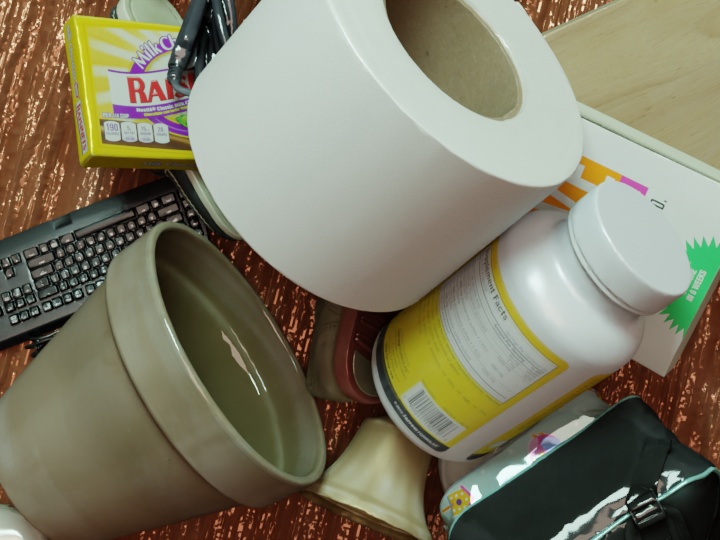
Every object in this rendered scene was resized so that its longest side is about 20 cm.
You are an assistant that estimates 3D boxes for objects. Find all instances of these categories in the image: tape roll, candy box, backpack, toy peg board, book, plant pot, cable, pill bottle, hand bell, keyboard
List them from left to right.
[{"bbox_3d":[-0.205,0.006,0.849,0.200,0.040,0.104,-23,87,-3],"label":"keyboard"},{"bbox_3d":[-0.147,0.097,0.786,0.173,0.200,0.200,-33,88,12],"label":"plant pot"},{"bbox_3d":[-0.104,-0.121,0.813,0.200,0.026,0.102,-2,72,-34],"label":"candy box"},{"bbox_3d":[-0.045,-0.165,0.821,0.163,0.051,0.200,28,58,-22],"label":"cable"},{"bbox_3d":[0.015,-0.094,0.697,0.203,0.203,0.139,50,126,1],"label":"tape roll"},{"bbox_3d":[0.042,0.089,0.842,0.104,0.104,0.200,25,74,-1],"label":"hand bell"},{"bbox_3d":[0.106,0.032,0.732,0.112,0.112,0.200,50,127,1],"label":"pill bottle"},{"bbox_3d":[0.148,-0.036,0.779,0.200,0.048,0.134,30,114,22],"label":"book"},{"bbox_3d":[0.161,0.195,0.790,0.176,0.153,0.200,-37,126,-6],"label":"backpack"},{"bbox_3d":[0.241,-0.119,0.863,0.200,0.098,0.200,-25,103,-3],"label":"toy peg board"}]

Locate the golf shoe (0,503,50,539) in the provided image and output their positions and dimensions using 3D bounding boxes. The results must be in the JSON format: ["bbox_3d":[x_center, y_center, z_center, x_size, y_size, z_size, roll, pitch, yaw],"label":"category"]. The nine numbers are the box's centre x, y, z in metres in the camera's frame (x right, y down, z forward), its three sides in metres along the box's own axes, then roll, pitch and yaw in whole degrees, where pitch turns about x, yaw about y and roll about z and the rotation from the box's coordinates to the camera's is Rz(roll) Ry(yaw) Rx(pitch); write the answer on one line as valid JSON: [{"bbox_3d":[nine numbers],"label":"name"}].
[{"bbox_3d":[-0.318,0.215,0.803,0.199,0.097,0.079,-12,85,-5],"label":"golf shoe"}]

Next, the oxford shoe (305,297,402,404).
[{"bbox_3d":[0.000,0.000,0.845,0.070,0.075,0.200,33,63,-34],"label":"oxford shoe"}]

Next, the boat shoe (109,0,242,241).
[{"bbox_3d":[-0.137,-0.104,0.849,0.066,0.074,0.200,-30,90,38],"label":"boat shoe"}]

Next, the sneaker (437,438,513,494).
[{"bbox_3d":[0.121,0.087,0.834,0.075,0.088,0.200,30,86,-2],"label":"sneaker"}]
